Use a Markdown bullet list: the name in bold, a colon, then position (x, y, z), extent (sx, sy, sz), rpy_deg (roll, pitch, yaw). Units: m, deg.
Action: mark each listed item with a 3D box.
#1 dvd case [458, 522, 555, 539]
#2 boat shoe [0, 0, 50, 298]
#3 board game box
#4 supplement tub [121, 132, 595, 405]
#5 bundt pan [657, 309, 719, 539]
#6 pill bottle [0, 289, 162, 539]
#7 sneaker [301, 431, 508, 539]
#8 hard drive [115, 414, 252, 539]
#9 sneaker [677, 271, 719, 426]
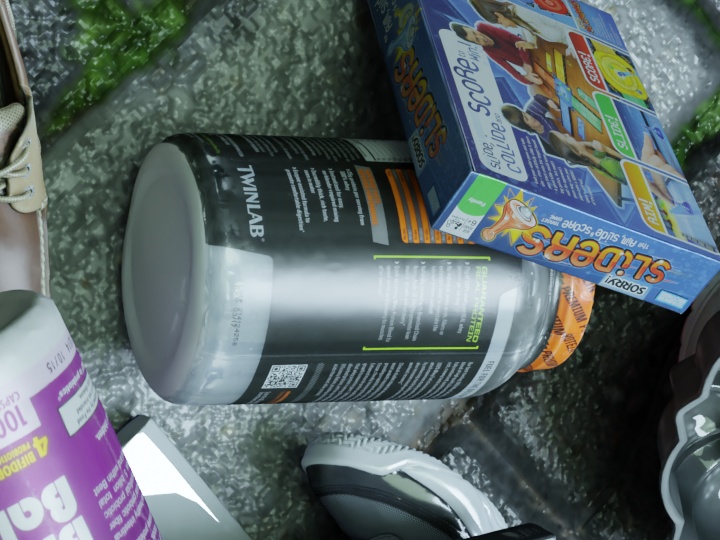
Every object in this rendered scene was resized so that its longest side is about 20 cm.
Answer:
- **dvd case**: position (0.000, 0.200, 0.789), extent (0.200, 0.025, 0.151), rpy_deg (-8, 106, -34)
- **boat shoe**: position (-0.173, -0.053, 0.784), extent (0.076, 0.072, 0.200), rpy_deg (-17, 100, -23)
- **board game box**: position (0.079, -0.075, 0.845), extent (0.135, 0.200, 0.034), rpy_deg (19, 125, -24)
- **supplement tub**: position (0.000, 0.000, 0.841), extent (0.200, 0.122, 0.123), rpy_deg (1, 93, -25)
- **bundt pan**: position (0.242, 0.081, 0.921), extent (0.201, 0.076, 0.202), rpy_deg (-2, 114, -4)
- **pill bottle**: position (-0.141, 0.119, 0.756), extent (0.112, 0.112, 0.200), rpy_deg (-29, 107, -21)
- **sneaker**: position (0.032, 0.171, 0.878), extent (0.200, 0.075, 0.114), rpy_deg (45, 57, -24)
- **hard drive**: position (-0.090, 0.186, 0.863), extent (0.132, 0.025, 0.200), rpy_deg (-43, 109, -17)
- **sneaker**: position (0.257, 0.016, 0.978), extent (0.200, 0.088, 0.081), rpy_deg (-38, 107, -14)
